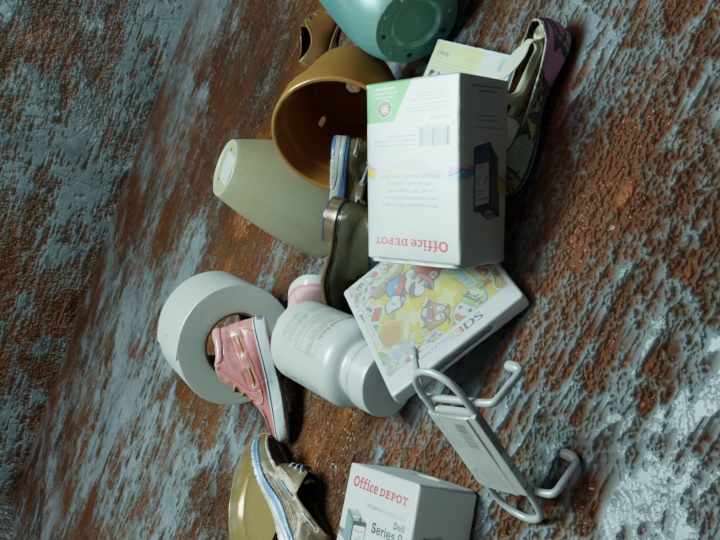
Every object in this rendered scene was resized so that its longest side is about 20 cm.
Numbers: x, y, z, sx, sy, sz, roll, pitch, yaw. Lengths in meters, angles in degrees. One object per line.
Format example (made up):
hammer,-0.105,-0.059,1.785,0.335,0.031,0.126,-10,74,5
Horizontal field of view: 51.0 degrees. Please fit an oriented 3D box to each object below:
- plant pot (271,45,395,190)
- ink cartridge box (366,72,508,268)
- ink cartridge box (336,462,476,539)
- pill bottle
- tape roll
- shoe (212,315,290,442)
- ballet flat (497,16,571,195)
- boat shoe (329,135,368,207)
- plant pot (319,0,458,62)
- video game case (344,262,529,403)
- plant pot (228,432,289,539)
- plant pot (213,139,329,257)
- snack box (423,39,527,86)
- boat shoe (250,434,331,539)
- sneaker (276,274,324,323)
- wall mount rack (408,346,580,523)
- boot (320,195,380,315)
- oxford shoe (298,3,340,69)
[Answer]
plant pot,-0.021,-0.239,1.126,0.200,0.199,0.141,-42,25,43
ink cartridge box,0.083,-0.109,0.846,0.144,0.087,0.203,7,98,47
ink cartridge box,0.037,0.324,0.824,0.145,0.083,0.202,-6,70,59
pill bottle,-0.023,0.117,0.997,0.199,0.114,0.116,18,91,51
tape roll,-0.231,0.111,1.284,0.139,0.201,0.205,19,92,61
shoe,-0.172,0.177,1.189,0.071,0.090,0.203,-148,45,-88
ballet flat,0.177,-0.189,0.857,0.069,0.071,0.202,29,102,57
boat shoe,-0.009,-0.101,1.102,0.201,0.071,0.073,93,-176,-46
plant pot,0.048,-0.395,1.071,0.201,0.199,0.162,-51,49,35
video game case,0.079,0.032,0.890,0.181,0.023,0.201,-39,37,9
plant pot,-0.158,0.364,1.206,0.200,0.027,0.202,-36,46,47
plant pot,-0.132,-0.139,1.239,0.187,0.198,0.189,-35,46,47
snack box,0.136,-0.229,0.982,0.117,0.037,0.200,-66,30,12
boat shoe,-0.094,0.314,1.074,0.072,0.072,0.201,-34,56,8
sneaker,-0.084,0.092,1.154,0.201,0.074,0.106,123,150,-54
wall mount rack,0.113,0.147,0.734,0.075,0.201,0.173,-44,21,-27
boot,0.000,0.000,1.060,0.096,0.075,0.202,15,125,25
oxford shoe,-0.077,-0.478,1.451,0.071,0.071,0.202,-19,58,57
